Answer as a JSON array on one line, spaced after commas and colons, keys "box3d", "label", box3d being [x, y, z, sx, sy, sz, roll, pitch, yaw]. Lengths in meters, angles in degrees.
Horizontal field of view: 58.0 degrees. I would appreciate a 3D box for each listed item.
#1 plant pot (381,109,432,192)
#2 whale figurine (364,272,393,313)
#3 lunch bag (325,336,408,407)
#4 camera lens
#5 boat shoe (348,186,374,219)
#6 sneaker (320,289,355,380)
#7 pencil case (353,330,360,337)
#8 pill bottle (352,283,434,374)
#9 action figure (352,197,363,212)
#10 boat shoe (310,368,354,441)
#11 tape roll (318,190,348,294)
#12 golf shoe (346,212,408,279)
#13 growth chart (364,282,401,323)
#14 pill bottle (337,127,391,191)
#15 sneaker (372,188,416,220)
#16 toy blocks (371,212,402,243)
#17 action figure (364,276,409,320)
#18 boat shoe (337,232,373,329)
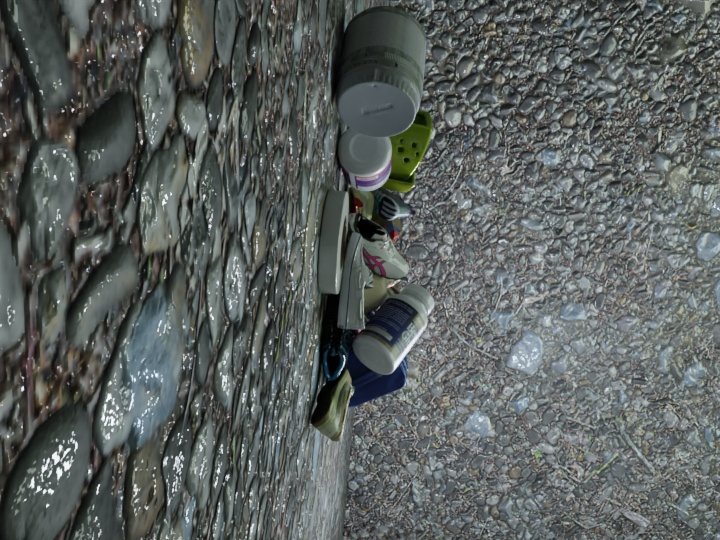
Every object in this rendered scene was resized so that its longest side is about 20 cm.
[{"box3d": [0.067, -0.314, 1.648, 0.199, 0.199, 0.182, -80, -179, -66], "label": "plant pot"}, {"box3d": [0.000, 0.000, 1.481, 0.104, 0.159, 0.201, -16, -122, 60], "label": "whale figurine"}, {"box3d": [0.009, 0.233, 1.550, 0.136, 0.199, 0.132, 64, 11, -7], "label": "lunch bag"}, {"box3d": [0.039, -0.371, 1.206, 0.160, 0.159, 0.201, 91, 5, -61], "label": "camera lens"}, {"box3d": [-0.014, -0.106, 1.626, 0.073, 0.063, 0.202, 13, -86, 53], "label": "boat shoe"}, {"box3d": [-0.045, 0.139, 1.382, 0.082, 0.073, 0.201, -78, 173, -70], "label": "sneaker"}, {"box3d": [-0.023, 0.126, 1.706, 0.200, 0.090, 0.094, -76, 171, -59], "label": "pencil case"}, {"box3d": [0.080, 0.124, 1.444, 0.200, 0.111, 0.111, -49, 157, -31], "label": "pill bottle"}, {"box3d": [-0.024, -0.076, 1.526, 0.200, 0.065, 0.052, 92, -26, -48], "label": "action figure"}, {"box3d": [-0.050, 0.280, 1.369, 0.073, 0.063, 0.201, -38, -169, 18], "label": "boat shoe"}, {"box3d": [-0.051, -0.055, 1.263, 0.203, 0.037, 0.204, 6, 90, -87], "label": "tape roll"}, {"box3d": [0.035, -0.049, 1.399, 0.092, 0.200, 0.073, -19, -141, 54], "label": "golf shoe"}, {"box3d": [0.047, 0.075, 1.639, 0.201, 0.144, 0.018, 59, -8, 4], "label": "growth chart"}, {"box3d": [0.012, -0.238, 1.408, 0.200, 0.112, 0.113, 71, 25, -85], "label": "pill bottle"}, {"box3d": [0.058, -0.182, 1.684, 0.200, 0.087, 0.075, 45, -55, 45], "label": "sneaker"}, {"box3d": [0.037, -0.077, 1.705, 0.100, 0.200, 0.137, 42, 20, -29], "label": "toy blocks"}, {"box3d": [0.021, 0.052, 1.599, 0.200, 0.193, 0.105, 56, 0, -27], "label": "action figure"}, {"box3d": [-0.005, 0.023, 1.328, 0.074, 0.065, 0.201, 81, 16, -82], "label": "boat shoe"}]
